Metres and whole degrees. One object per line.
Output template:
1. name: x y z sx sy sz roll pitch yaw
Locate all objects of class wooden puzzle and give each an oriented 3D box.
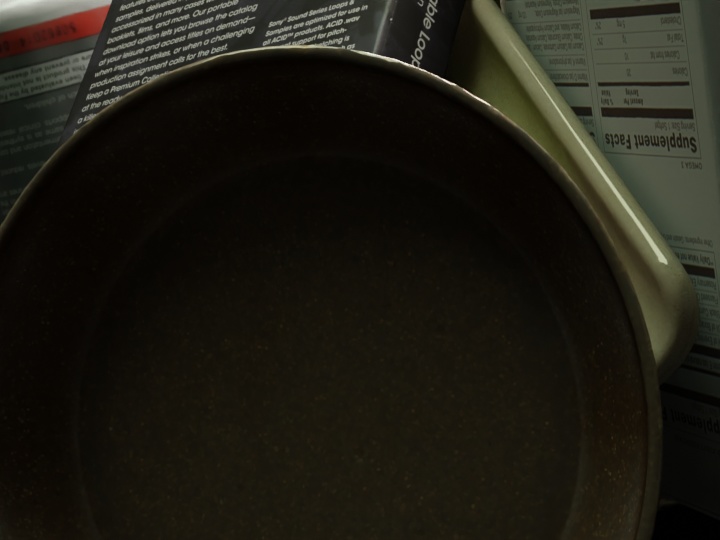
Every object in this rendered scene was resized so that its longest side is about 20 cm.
1. wooden puzzle: -0.007 0.022 0.665 0.200 0.037 0.185 -46 38 15

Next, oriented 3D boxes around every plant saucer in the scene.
1. plant saucer: -0.014 0.043 0.588 0.199 0.202 0.037 -16 -7 17

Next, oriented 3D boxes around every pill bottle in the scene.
1. pill bottle: -0.111 -0.025 0.966 0.115 0.202 0.116 -14 8 2

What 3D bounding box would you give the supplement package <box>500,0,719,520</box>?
1. supplement package: 0.141 -0.045 0.658 0.150 0.202 0.151 -10 8 -16

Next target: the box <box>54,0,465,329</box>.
1. box: -0.035 -0.058 0.708 0.142 0.036 0.201 -10 54 40
